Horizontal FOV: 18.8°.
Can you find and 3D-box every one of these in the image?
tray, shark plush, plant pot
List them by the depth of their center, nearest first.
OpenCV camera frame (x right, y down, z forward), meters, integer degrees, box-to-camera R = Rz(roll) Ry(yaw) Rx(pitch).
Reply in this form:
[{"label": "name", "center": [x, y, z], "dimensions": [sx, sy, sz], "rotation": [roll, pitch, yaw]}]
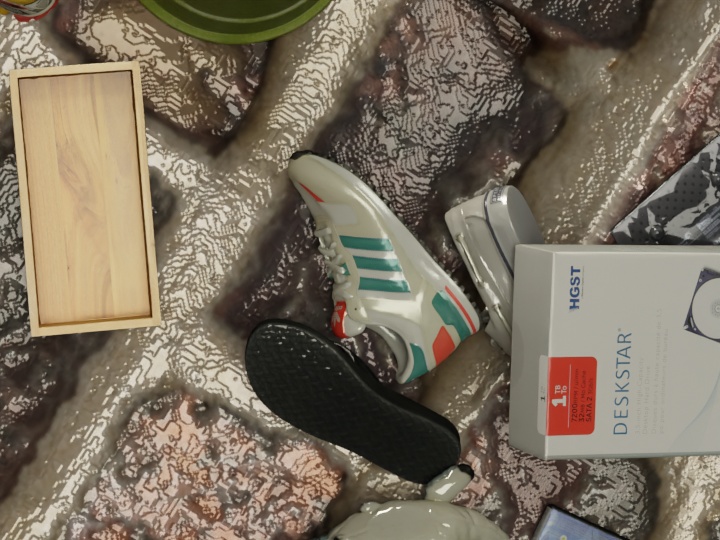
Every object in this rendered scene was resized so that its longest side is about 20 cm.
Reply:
[{"label": "plant pot", "center": [-0.084, -0.268, 1.572], "dimensions": [0.199, 0.190, 0.201], "rotation": [0, 94, -7]}, {"label": "tray", "center": [-0.208, -0.055, 1.646], "dimensions": [0.098, 0.037, 0.201], "rotation": [-5, 94, -8]}, {"label": "shark plush", "center": [0.021, 0.227, 1.680], "dimensions": [0.199, 0.083, 0.091], "rotation": [-16, 56, -13]}]

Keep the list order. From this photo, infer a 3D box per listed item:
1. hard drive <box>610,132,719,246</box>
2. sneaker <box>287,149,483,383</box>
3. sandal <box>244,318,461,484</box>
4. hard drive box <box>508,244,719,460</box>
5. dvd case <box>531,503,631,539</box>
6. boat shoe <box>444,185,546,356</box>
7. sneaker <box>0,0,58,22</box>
[{"label": "hard drive", "center": [0.300, 0.004, 1.720], "dimensions": [0.135, 0.042, 0.200], "rotation": [-41, 99, -3]}, {"label": "sneaker", "center": [0.000, 0.000, 1.662], "dimensions": [0.093, 0.070, 0.200], "rotation": [-45, 101, -9]}, {"label": "sandal", "center": [-0.011, 0.098, 1.680], "dimensions": [0.200, 0.048, 0.075], "rotation": [36, 112, -23]}, {"label": "hard drive box", "center": [0.218, 0.060, 1.637], "dimensions": [0.199, 0.077, 0.157], "rotation": [-1, 95, -18]}, {"label": "dvd case", "center": [0.171, 0.305, 1.735], "dimensions": [0.142, 0.018, 0.201], "rotation": [25, 89, -10]}, {"label": "boat shoe", "center": [0.124, 0.033, 1.687], "dimensions": [0.066, 0.072, 0.200], "rotation": [-17, 112, 23]}, {"label": "sneaker", "center": [-0.292, -0.271, 1.595], "dimensions": [0.078, 0.082, 0.200], "rotation": [-45, 98, -3]}]
